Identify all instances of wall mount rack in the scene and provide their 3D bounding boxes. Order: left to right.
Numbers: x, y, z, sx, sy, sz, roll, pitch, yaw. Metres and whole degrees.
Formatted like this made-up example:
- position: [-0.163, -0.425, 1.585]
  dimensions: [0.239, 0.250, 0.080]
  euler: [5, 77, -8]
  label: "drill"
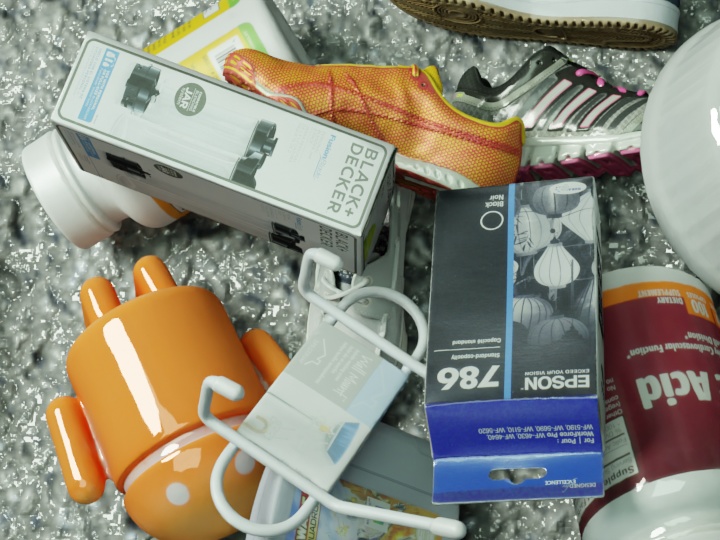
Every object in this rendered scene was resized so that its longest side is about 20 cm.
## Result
- position: [0.007, 0.080, 0.988]
  dimensions: [0.173, 0.075, 0.200]
  euler: [31, 55, 9]
  label: "wall mount rack"

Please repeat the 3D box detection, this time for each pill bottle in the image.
- position: [-0.127, -0.100, 1.149]
  dimensions: [0.199, 0.111, 0.112]
  euler: [-30, 69, 7]
  label: "pill bottle"
- position: [0.175, 0.109, 0.978]
  dimensions: [0.113, 0.114, 0.201]
  euler: [-18, 55, 11]
  label: "pill bottle"

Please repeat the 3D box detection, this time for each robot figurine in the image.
- position: [-0.117, 0.090, 1.093]
  dimensions: [0.117, 0.143, 0.201]
  euler: [-41, 65, 33]
  label: "robot figurine"

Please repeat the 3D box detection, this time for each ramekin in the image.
- position: [0.276, -0.077, 0.995]
  dimensions: [0.199, 0.098, 0.202]
  euler: [2, 77, -9]
  label: "ramekin"

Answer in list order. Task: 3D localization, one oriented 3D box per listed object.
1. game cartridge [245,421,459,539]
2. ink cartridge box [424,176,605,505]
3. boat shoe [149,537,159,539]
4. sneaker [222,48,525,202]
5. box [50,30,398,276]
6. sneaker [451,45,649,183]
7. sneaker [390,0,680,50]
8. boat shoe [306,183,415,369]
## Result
- position: [-0.006, 0.181, 1.012]
  dimensions: [0.041, 0.133, 0.201]
  euler: [-32, 41, 47]
  label: "game cartridge"
- position: [0.089, 0.036, 0.953]
  dimensions: [0.099, 0.039, 0.201]
  euler: [-5, 53, 11]
  label: "ink cartridge box"
- position: [-0.173, 0.265, 1.085]
  dimensions: [0.064, 0.071, 0.200]
  euler: [40, 87, 23]
  label: "boat shoe"
- position: [0.009, -0.101, 1.064]
  dimensions: [0.199, 0.073, 0.078]
  euler: [22, 81, 1]
  label: "sneaker"
- position: [-0.079, -0.068, 1.027]
  dimensions: [0.199, 0.117, 0.060]
  euler: [21, 79, 3]
  label: "box"
- position: [0.145, -0.107, 1.091]
  dimensions: [0.198, 0.074, 0.088]
  euler: [-6, 80, 20]
  label: "sneaker"
- position: [0.120, -0.215, 1.129]
  dimensions: [0.198, 0.070, 0.109]
  euler: [8, 82, 11]
  label: "sneaker"
- position: [0.000, 0.000, 1.107]
  dimensions: [0.071, 0.069, 0.201]
  euler: [10, 78, 18]
  label: "boat shoe"
